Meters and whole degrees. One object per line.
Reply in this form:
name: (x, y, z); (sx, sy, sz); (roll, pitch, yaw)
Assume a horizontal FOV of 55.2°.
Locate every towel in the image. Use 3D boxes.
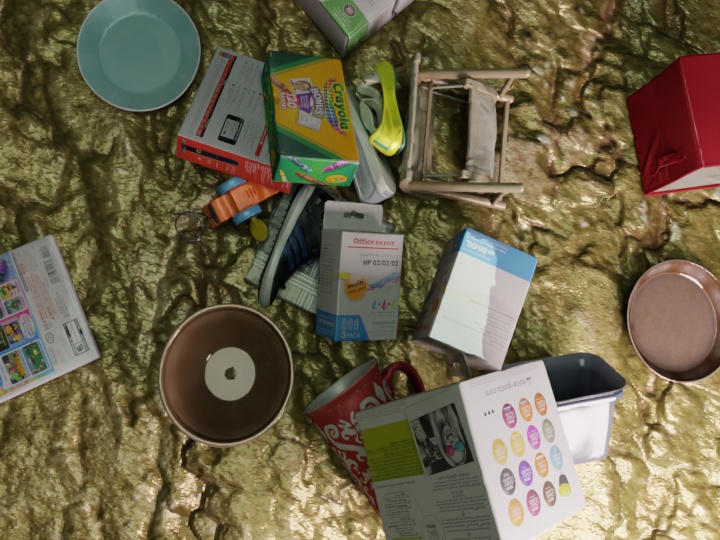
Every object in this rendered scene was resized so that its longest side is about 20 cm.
towel: (-0.066, -0.030, 1.108); (0.196, 0.035, 0.197); (26, 83, -5)

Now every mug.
mug: (0.040, 0.245, 1.029); (0.175, 0.133, 0.203); (-33, 90, -1)

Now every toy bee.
toy bee: (-0.201, -0.107, 1.058); (0.195, 0.108, 0.135); (-7, 86, -27)

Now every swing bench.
swing bench: (0.160, -0.220, 1.114); (0.194, 0.130, 0.205); (6, 82, -1)

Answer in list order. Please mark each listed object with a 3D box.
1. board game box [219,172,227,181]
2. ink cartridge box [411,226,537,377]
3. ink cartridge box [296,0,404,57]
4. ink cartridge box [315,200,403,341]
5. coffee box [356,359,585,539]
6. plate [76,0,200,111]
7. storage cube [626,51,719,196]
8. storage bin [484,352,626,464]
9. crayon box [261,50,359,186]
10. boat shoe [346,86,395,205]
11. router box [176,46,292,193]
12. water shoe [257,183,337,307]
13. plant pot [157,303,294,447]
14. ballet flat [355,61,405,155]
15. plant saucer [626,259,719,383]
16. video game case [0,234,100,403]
board game box: (-0.147, -0.215, 1.125); (0.199, 0.019, 0.104); (-41, 90, -11)
ink cartridge box: (0.169, 0.061, 1.072); (0.123, 0.129, 0.204); (23, 79, -3)
ink cartridge box: (0.004, -0.483, 1.148); (0.199, 0.084, 0.147); (-40, 89, -11)
ink cartridge box: (0.000, 0.000, 1.050); (0.112, 0.067, 0.206); (1, 95, -32)
coffee box: (0.144, 0.251, 0.916); (0.196, 0.198, 0.203); (-4, 74, -44)
plate: (-0.356, -0.352, 1.114); (0.194, 0.026, 0.207); (1, 81, -8)
storage cube: (0.573, -0.242, 1.145); (0.194, 0.171, 0.185); (-7, 82, -8)
storage bin: (0.295, 0.223, 1.074); (0.194, 0.146, 0.138); (-7, 110, -9)
crayon box: (-0.077, -0.222, 1.003); (0.115, 0.059, 0.205); (1, 59, -20)
boat shoe: (-0.008, -0.199, 1.112); (0.070, 0.070, 0.205); (-26, 71, 21)
router box: (-0.164, -0.232, 1.049); (0.175, 0.049, 0.204); (18, 55, -6)
water shoe: (-0.094, -0.032, 1.052); (0.077, 0.071, 0.205); (22, 84, -9)
plant pot: (-0.196, 0.155, 1.030); (0.195, 0.093, 0.207); (1, 82, -6)
ballet flat: (0.026, -0.268, 1.093); (0.065, 0.067, 0.204); (12, 51, -25)
plant saucer: (0.535, 0.086, 1.165); (0.194, 0.034, 0.207); (1, 82, -8)
video game case: (-0.512, 0.074, 1.035); (0.178, 0.024, 0.204); (-24, 87, -10)
